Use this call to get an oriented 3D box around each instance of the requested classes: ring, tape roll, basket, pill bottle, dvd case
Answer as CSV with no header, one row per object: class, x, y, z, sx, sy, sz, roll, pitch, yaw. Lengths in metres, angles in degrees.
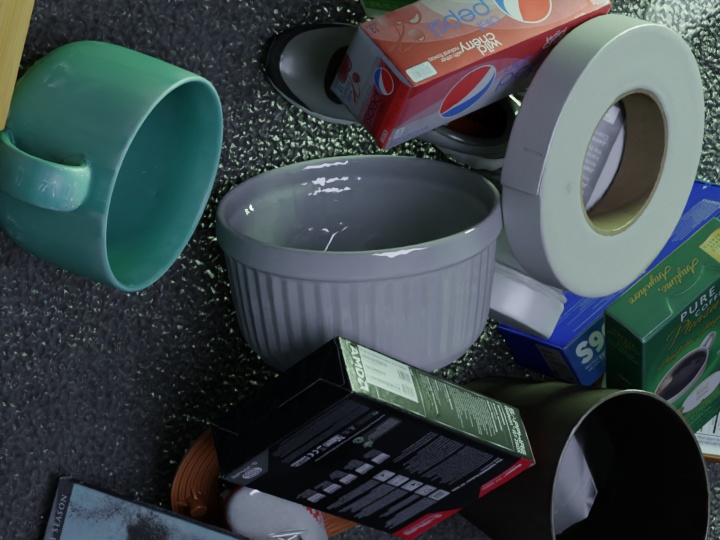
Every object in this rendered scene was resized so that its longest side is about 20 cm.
ring,-0.038,0.144,1.709,0.200,0.019,0.201,-14,142,-11
tape roll,0.173,-0.080,1.690,0.203,0.037,0.203,-25,125,-43
basket,0.145,0.152,1.774,0.136,0.200,0.181,-18,109,-25
pill bottle,0.138,-0.059,1.782,0.113,0.113,0.200,27,85,-30
dvd case,-0.137,0.241,1.656,0.022,0.199,0.146,4,102,-71

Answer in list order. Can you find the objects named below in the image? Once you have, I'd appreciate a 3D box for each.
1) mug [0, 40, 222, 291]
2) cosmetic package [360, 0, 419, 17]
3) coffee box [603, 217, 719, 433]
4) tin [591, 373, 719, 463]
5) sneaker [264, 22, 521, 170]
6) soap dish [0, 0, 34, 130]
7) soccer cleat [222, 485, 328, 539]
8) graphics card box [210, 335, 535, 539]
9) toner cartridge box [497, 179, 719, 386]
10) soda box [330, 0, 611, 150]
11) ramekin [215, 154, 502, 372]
mug,-0.180,-0.081,1.571,0.152,0.114,0.185,-62,159,-18
cosmetic package,0.021,-0.281,1.681,0.085,0.108,0.200,-34,112,-18
coffee box,0.240,0.060,1.803,0.123,0.044,0.200,-39,150,-18
tin,0.258,0.096,1.923,0.199,0.042,0.112,9,99,-30
sneaker,0.029,-0.131,1.703,0.200,0.079,0.074,17,86,-1
soap dish,-0.272,-0.186,1.514,0.081,0.157,0.201,10,94,-47
soccer cleat,-0.046,0.214,1.703,0.068,0.085,0.200,-22,143,-2
graphics card box,0.010,0.118,1.636,0.200,0.125,0.051,22,43,-45
toner cartridge box,0.209,0.007,1.845,0.200,0.095,0.043,-39,116,-17
soda box,0.079,-0.155,1.646,0.200,0.063,0.070,-25,155,-35
ramekin,0.000,0.000,1.674,0.200,0.200,0.105,-13,114,-26
